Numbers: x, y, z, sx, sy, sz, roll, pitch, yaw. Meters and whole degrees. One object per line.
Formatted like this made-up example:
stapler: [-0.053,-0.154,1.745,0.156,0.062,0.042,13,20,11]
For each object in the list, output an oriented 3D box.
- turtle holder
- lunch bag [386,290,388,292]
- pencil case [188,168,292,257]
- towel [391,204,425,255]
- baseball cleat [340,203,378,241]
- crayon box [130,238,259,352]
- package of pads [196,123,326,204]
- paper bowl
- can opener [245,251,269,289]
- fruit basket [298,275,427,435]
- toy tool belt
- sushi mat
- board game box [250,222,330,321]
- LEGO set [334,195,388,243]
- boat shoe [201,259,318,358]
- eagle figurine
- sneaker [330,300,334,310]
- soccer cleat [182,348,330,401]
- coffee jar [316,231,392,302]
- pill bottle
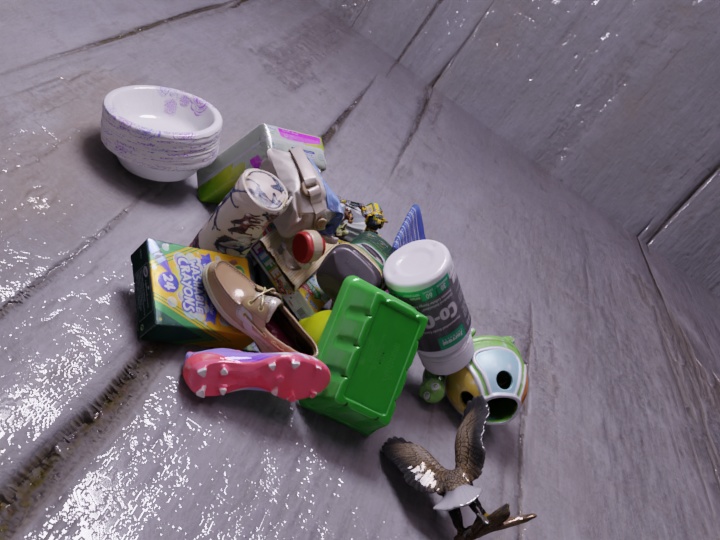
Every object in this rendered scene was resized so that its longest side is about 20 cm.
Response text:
turtle holder: [0.199,0.182,1.379,0.183,0.141,0.133,28,26,-28]
lunch bag: [0.101,0.048,1.554,0.158,0.078,0.201,28,28,-16]
pencil case: [-0.184,-0.060,1.222,0.088,0.200,0.079,31,34,-18]
towel: [0.092,-0.015,1.430,0.023,0.148,0.201,-5,24,17]
baseball cleat: [-0.050,-0.109,1.655,0.198,0.070,0.107,30,17,-37]
crayon box: [-0.216,0.038,1.145,0.197,0.051,0.128,12,55,-43]
package of pads: [-0.172,-0.179,1.442,0.153,0.198,0.070,3,67,-50]
paper bowl: [-0.336,-0.225,1.381,0.196,0.106,0.202,11,32,-7]
can opener: [-0.170,-0.007,1.318,0.052,0.067,0.202,23,33,-28]
fruit basket: [-0.014,0.120,1.204,0.153,0.217,0.217,26,26,-19]
toy tool belt: [-0.076,-0.098,1.272,0.121,0.126,0.202,-3,52,-40]
sushi mat: [-0.094,-0.043,1.330,0.096,0.012,0.200,53,29,-6]
board game box: [-0.116,-0.028,1.331,0.202,0.034,0.134,55,28,-5]
LEGO set: [-0.044,-0.057,1.462,0.197,0.155,0.117,22,28,-21]
boat shoe: [-0.132,0.057,1.125,0.200,0.066,0.074,47,39,-12]
eagle figurine: [0.127,0.280,1.148,0.149,0.152,0.203,4,50,-33]
sneaker: [0.003,0.093,1.354,0.086,0.076,0.201,28,27,-18]
soccer cleat: [-0.136,0.130,1.082,0.195,0.068,0.077,1,22,-23]
coffee jar: [0.000,0.000,1.337,0.104,0.086,0.200,41,17,6]
pill bottle: [0.114,0.062,1.307,0.114,0.111,0.202,-104,172,-55]
